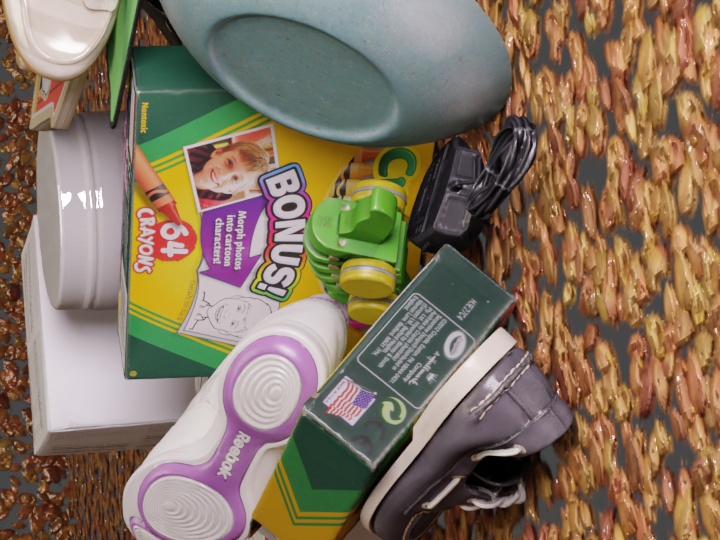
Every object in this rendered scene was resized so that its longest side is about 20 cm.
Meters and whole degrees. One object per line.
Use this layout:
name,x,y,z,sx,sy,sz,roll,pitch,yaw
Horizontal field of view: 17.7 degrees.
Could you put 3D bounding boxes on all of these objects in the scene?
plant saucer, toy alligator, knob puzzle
plant saucer,-0.023,-0.112,1.177,0.201,0.201,0.039,119,174,-66
toy alligator,0.000,0.000,1.285,0.200,0.054,0.059,76,-160,-67
knob puzzle,-0.177,-0.184,1.385,0.220,0.030,0.220,-171,90,-74

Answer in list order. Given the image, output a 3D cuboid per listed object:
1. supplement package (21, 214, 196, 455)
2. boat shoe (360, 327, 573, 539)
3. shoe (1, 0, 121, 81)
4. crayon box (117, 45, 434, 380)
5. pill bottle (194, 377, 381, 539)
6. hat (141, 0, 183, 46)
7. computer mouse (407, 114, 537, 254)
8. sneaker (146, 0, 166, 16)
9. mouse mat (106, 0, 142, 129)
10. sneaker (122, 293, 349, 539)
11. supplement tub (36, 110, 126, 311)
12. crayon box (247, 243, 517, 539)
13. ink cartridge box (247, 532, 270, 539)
supplement package,-0.134,0.042,1.649,0.111,0.200,0.156,134,132,-71
boat shoe,0.054,0.102,1.169,0.063,0.073,0.200,40,149,9
shoe,-0.157,-0.201,1.248,0.053,0.070,0.200,-118,35,-80
crayon box,-0.051,-0.033,1.351,0.058,0.172,0.200,-106,18,-54
pill bottle,-0.034,0.104,1.442,0.200,0.111,0.111,-119,29,-62
hat,-0.084,-0.180,1.613,0.201,0.081,0.201,50,167,17
computer mouse,0.063,-0.042,1.168,0.200,0.034,0.059,152,136,-77
sneaker,-0.082,-0.173,1.472,0.076,0.200,0.092,-48,9,1
mouse mat,-0.133,-0.201,1.314,0.161,0.008,0.200,110,158,-50
sneaker,-0.065,0.093,1.339,0.200,0.075,0.100,-50,1,32
supplement tub,-0.106,-0.042,1.517,0.132,0.200,0.132,177,90,-77
crayon box,0.008,0.082,1.245,0.051,0.127,0.200,39,154,6
ink cartridge box,-0.025,0.253,1.493,0.145,0.083,0.200,-122,32,-63
